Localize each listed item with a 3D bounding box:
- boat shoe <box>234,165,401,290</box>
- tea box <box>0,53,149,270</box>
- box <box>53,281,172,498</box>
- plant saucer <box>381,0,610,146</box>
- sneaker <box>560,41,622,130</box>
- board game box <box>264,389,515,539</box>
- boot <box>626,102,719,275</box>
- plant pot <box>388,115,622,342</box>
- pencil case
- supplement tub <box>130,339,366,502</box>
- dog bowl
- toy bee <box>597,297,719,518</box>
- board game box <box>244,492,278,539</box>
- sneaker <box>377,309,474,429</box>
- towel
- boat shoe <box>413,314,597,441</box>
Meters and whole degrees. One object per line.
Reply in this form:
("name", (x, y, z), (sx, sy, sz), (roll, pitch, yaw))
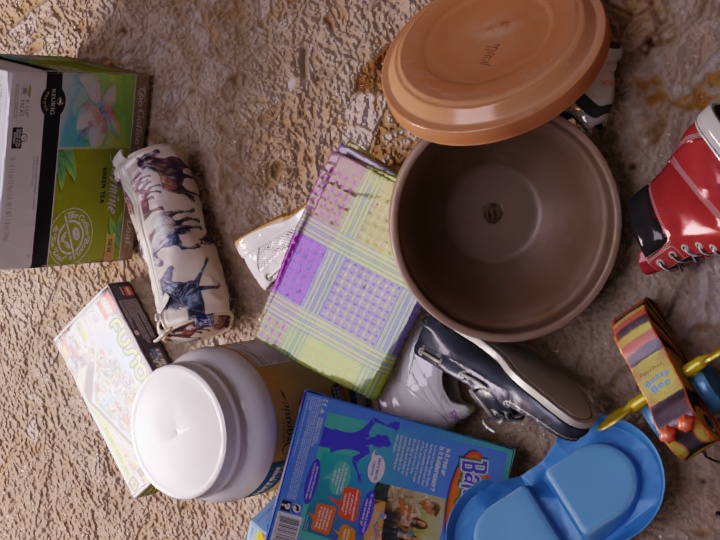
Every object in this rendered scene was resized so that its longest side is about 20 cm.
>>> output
("boat shoe", (-0.029, -0.038, 1.782), (0.199, 0.071, 0.070), (-26, 90, 36))
("tea box", (-0.336, -0.115, 1.933), (0.133, 0.196, 0.202), (15, 104, 37))
("box", (-0.242, 0.125, 1.982), (0.110, 0.035, 0.201), (-43, 68, 33))
("plant saucer", (0.110, -0.186, 1.575), (0.199, 0.201, 0.032), (14, 147, 37))
("sneaker", (0.133, -0.162, 1.634), (0.198, 0.073, 0.081), (7, 100, 38))
("board game box", (0.025, 0.207, 1.658), (0.198, 0.045, 0.153), (16, 66, -1))
("boot", (0.301, -0.015, 1.517), (0.145, 0.072, 0.201), (-52, 56, 30))
("plant pot", (0.120, -0.046, 1.617), (0.198, 0.093, 0.203), (-1, 99, -3))
("pencil case", (-0.191, -0.028, 1.894), (0.077, 0.089, 0.202), (-25, 77, 37))
("supplement tub", (-0.105, 0.139, 1.768), (0.144, 0.199, 0.146), (4, 97, 38))
("dog bowl", (0.168, 0.208, 1.598), (0.199, 0.050, 0.112), (-33, 66, 1))
("toy bee", (0.265, 0.106, 1.527), (0.200, 0.108, 0.131), (40, 100, 25))
("board game box", (0.000, 0.277, 1.707), (0.200, 0.105, 0.103), (42, 154, 12))
("sneaker", (0.052, 0.053, 1.731), (0.099, 0.075, 0.202), (-16, 85, 21))
("towel", (0.000, 0.000, 1.700), (0.143, 0.023, 0.202), (27, 97, 17))
("boat shoe", (0.120, 0.096, 1.617), (0.199, 0.075, 0.062), (36, 107, 34))
